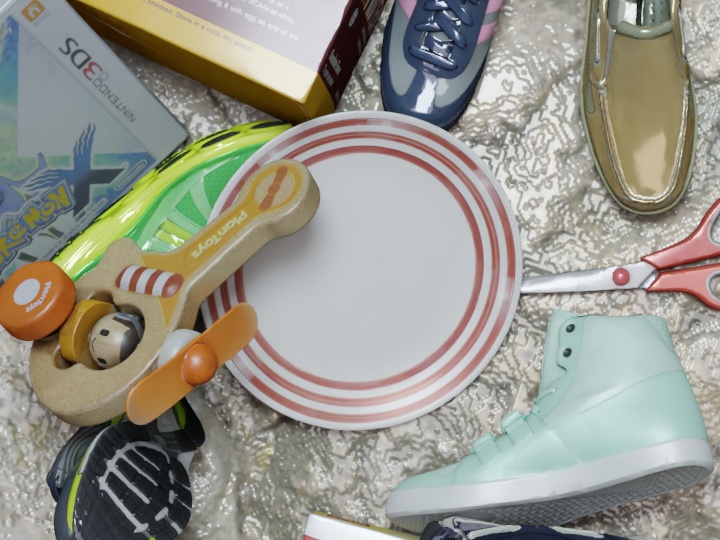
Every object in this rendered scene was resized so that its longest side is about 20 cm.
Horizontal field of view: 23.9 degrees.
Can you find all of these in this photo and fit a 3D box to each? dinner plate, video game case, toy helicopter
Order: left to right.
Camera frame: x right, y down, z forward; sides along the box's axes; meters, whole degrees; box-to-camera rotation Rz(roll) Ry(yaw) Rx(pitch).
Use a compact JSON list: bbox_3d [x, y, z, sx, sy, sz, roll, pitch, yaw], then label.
[{"bbox_3d":[-0.218,-0.061,1.010,0.200,0.182,0.022,-43,55,0],"label":"video game case"},{"bbox_3d":[-0.100,0.013,0.962,0.200,0.079,0.132,-40,44,-5],"label":"toy helicopter"},{"bbox_3d":[0.000,0.000,1.040,0.199,0.024,0.201,-2,106,-7],"label":"dinner plate"}]

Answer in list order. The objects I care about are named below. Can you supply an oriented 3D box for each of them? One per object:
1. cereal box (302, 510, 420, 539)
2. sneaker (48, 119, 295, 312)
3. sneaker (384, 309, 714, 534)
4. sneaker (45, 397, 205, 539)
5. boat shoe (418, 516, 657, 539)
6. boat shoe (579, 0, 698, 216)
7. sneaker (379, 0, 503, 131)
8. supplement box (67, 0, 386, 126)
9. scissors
[{"bbox_3d":[0.012,0.260,1.034,0.143,0.040,0.201,14,86,4],"label":"cereal box"},{"bbox_3d":[-0.113,-0.021,1.056,0.200,0.074,0.084,-39,102,2],"label":"sneaker"},{"bbox_3d":[0.106,0.091,1.036,0.200,0.074,0.119,-16,62,15],"label":"sneaker"},{"bbox_3d":[-0.144,0.125,0.986,0.081,0.200,0.074,-39,99,13],"label":"sneaker"},{"bbox_3d":[0.136,0.189,0.980,0.199,0.093,0.075,9,88,-16],"label":"boat shoe"},{"bbox_3d":[0.168,-0.135,1.038,0.071,0.076,0.201,-7,85,3],"label":"boat shoe"},{"bbox_3d":[0.058,-0.181,1.045,0.070,0.082,0.201,16,87,4],"label":"sneaker"},{"bbox_3d":[-0.072,-0.218,1.031,0.197,0.133,0.200,25,88,5],"label":"supplement box"},{"bbox_3d":[0.175,0.009,1.057,0.199,0.014,0.073,-20,86,0],"label":"scissors"}]
